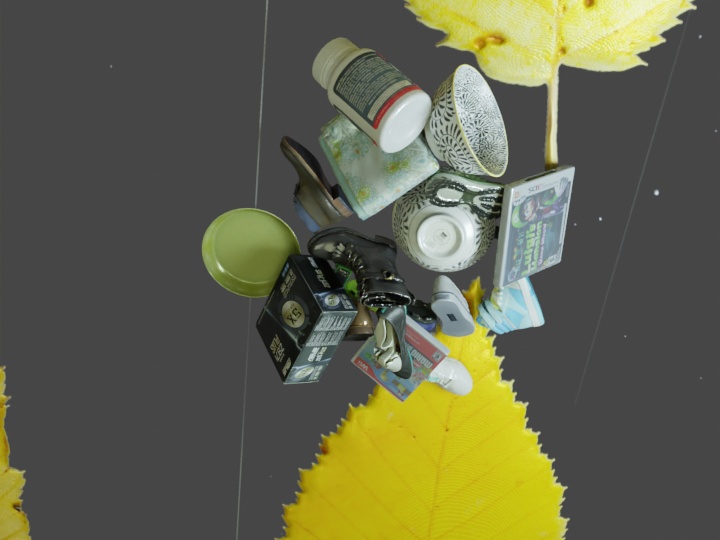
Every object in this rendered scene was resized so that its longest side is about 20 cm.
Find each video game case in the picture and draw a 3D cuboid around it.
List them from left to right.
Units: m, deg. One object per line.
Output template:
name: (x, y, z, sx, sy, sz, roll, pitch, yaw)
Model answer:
video game case: (0.077, 0.173, 1.803, 0.143, 0.017, 0.200, 38, 135, 3)
video game case: (0.322, -0.083, 1.648, 0.181, 0.023, 0.202, -20, 125, -36)

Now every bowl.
bowl: (0.153, -0.076, 1.669, 0.199, 0.094, 0.202, 3, 111, 8)
bowl: (0.173, -0.247, 1.552, 0.094, 0.201, 0.201, -16, 119, 32)

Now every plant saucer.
plant saucer: (-0.215, -0.040, 1.772, 0.198, 0.031, 0.201, 2, 120, 3)

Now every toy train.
toy train: (-0.067, 0.060, 1.805, 0.041, 0.057, 0.201, 23, 118, -10)

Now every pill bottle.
pill bottle: (0.014, -0.305, 1.512, 0.200, 0.119, 0.120, 45, 120, 23)

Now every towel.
towel: (0.027, -0.216, 1.585, 0.171, 0.048, 0.201, -34, 69, 21)

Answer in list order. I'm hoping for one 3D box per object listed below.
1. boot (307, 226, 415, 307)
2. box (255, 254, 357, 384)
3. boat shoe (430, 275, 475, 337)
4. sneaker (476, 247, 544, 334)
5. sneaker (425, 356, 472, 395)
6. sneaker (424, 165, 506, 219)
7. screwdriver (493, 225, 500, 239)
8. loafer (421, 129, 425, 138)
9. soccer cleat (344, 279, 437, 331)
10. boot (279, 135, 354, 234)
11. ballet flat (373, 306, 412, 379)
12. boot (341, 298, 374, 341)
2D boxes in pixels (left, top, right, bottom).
boot: (0.000, 0.000, 1.686, 0.198, 0.175, 0.070, 4, 129, -9)
box: (-0.111, 0.095, 1.749, 0.086, 0.164, 0.201, 1, 132, -36)
boat shoe: (0.187, 0.073, 1.773, 0.073, 0.066, 0.200, -5, 153, 12)
sneaker: (0.276, 0.047, 1.764, 0.130, 0.080, 0.201, -21, 116, 13)
sneaker: (0.156, 0.211, 1.858, 0.200, 0.089, 0.075, 40, 114, -17)
sneaker: (0.199, -0.156, 1.601, 0.199, 0.089, 0.077, 13, 132, -27)
screwdriver: (0.187, -0.094, 1.728, 0.198, 0.029, 0.028, 16, 121, 5)
loafer: (0.045, -0.210, 1.636, 0.075, 0.070, 0.200, 38, 115, -17)
soccer cleat: (0.058, 0.078, 1.806, 0.199, 0.065, 0.084, 20, 147, 0)
boot: (-0.106, -0.155, 1.675, 0.097, 0.075, 0.200, -35, 114, 18)
ballet flat: (0.056, 0.143, 1.733, 0.068, 0.068, 0.201, 22, 133, 39)
boot: (-0.019, 0.104, 1.789, 0.073, 0.200, 0.076, -1, 78, -18)
